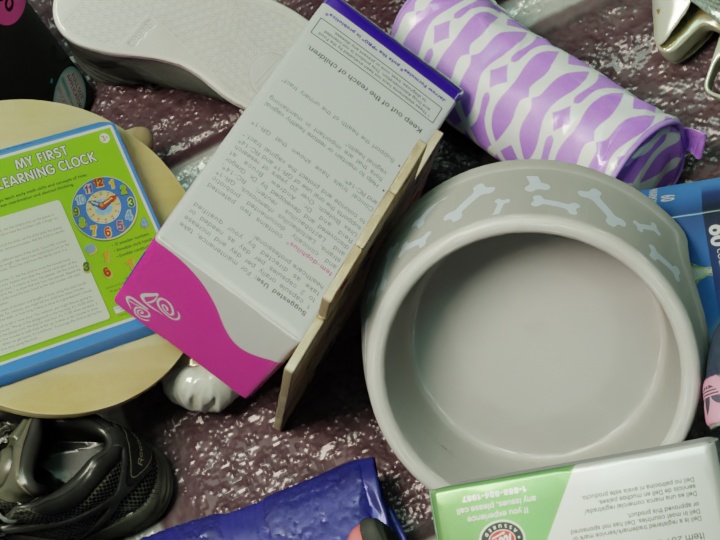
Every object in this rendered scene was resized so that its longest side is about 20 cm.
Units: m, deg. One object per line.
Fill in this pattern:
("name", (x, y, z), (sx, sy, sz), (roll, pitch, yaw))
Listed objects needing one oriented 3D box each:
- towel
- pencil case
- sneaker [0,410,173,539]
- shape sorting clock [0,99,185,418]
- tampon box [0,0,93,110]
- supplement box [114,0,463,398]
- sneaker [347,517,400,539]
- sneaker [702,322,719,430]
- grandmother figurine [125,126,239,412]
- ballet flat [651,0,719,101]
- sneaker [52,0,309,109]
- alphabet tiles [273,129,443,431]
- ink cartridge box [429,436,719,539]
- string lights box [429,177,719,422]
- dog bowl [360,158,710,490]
("towel", (-0.060, 0.203, 1.070), (0.198, 0.050, 0.149), (-19, 57, 5))
("pencil case", (0.105, -0.104, 1.156), (0.085, 0.084, 0.200), (-32, 58, -28))
("sneaker", (-0.217, 0.138, 1.111), (0.198, 0.114, 0.077), (-24, 57, 6))
("shape sorting clock", (-0.184, -0.009, 1.113), (0.198, 0.039, 0.202), (9, 65, -21))
("tampon box", (-0.282, -0.078, 1.217), (0.125, 0.150, 0.202), (10, 67, 22))
("supplement box", (-0.041, -0.043, 1.110), (0.103, 0.101, 0.201), (35, 59, -6))
("sneaker", (-0.003, 0.229, 0.975), (0.086, 0.074, 0.203), (-6, 93, 5))
("sneaker", (0.267, 0.085, 0.990), (0.198, 0.070, 0.083), (26, 73, 1))
("grandmother figurine", (-0.126, 0.008, 1.181), (0.121, 0.061, 0.201), (-37, 56, 7))
("ballet flat", (0.222, -0.141, 1.150), (0.071, 0.069, 0.200), (-50, 60, 11))
("sneaker", (-0.102, -0.143, 1.244), (0.198, 0.099, 0.071), (16, 86, -10))
("alphabet tiles", (0.000, 0.000, 1.071), (0.008, 0.200, 0.168), (31, 75, 3))
("ink cartridge box", (0.126, 0.195, 0.955), (0.143, 0.084, 0.202), (-11, 84, 12))
("string lights box", (0.144, 0.014, 1.064), (0.198, 0.104, 0.059), (-9, 18, 13))
("dog bowl", (0.092, 0.046, 1.019), (0.198, 0.202, 0.059), (-9, 19, 13))
